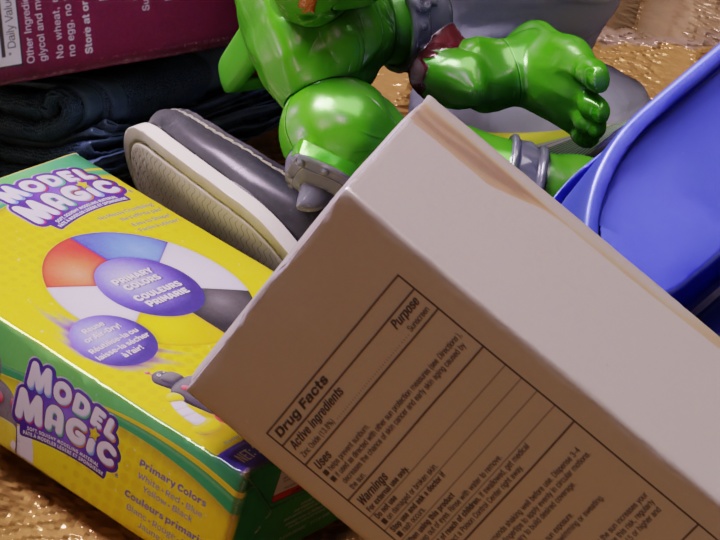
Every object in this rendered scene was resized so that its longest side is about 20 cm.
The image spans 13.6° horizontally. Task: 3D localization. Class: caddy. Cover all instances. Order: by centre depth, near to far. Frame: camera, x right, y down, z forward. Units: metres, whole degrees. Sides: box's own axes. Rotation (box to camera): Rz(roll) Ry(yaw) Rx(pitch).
[{"bbox_3d":[0.146,-0.007,1.012,0.200,0.105,0.141,-39,80,-18],"label":"caddy"}]

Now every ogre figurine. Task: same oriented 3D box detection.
[{"bbox_3d":[0.013,-0.093,1.074,0.119,0.201,0.098,-13,0,-18],"label":"ogre figurine"}]

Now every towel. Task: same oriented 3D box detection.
[{"bbox_3d":[-0.086,-0.073,1.205,0.111,0.049,0.200,9,20,35],"label":"towel"}]

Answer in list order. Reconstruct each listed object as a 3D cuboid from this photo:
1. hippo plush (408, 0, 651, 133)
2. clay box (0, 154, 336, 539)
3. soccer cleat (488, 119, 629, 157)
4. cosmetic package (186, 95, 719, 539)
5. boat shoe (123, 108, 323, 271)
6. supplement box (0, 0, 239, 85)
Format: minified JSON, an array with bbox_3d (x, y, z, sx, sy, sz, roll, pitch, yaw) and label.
[{"bbox_3d":[0.053,-0.107,1.220,0.159,0.161,0.200,14,6,-32],"label":"hippo plush"},{"bbox_3d":[-0.085,0.022,1.025,0.200,0.048,0.115,31,31,25],"label":"clay box"},{"bbox_3d":[0.074,-0.024,1.135,0.199,0.065,0.084,-6,-10,21],"label":"soccer cleat"},{"bbox_3d":[0.058,0.054,0.922,0.200,0.105,0.071,41,37,0],"label":"cosmetic package"},{"bbox_3d":[0.000,0.000,1.086,0.200,0.072,0.068,34,59,19],"label":"boat shoe"},{"bbox_3d":[-0.123,-0.131,1.136,0.199,0.104,0.131,-12,16,-24],"label":"supplement box"}]
